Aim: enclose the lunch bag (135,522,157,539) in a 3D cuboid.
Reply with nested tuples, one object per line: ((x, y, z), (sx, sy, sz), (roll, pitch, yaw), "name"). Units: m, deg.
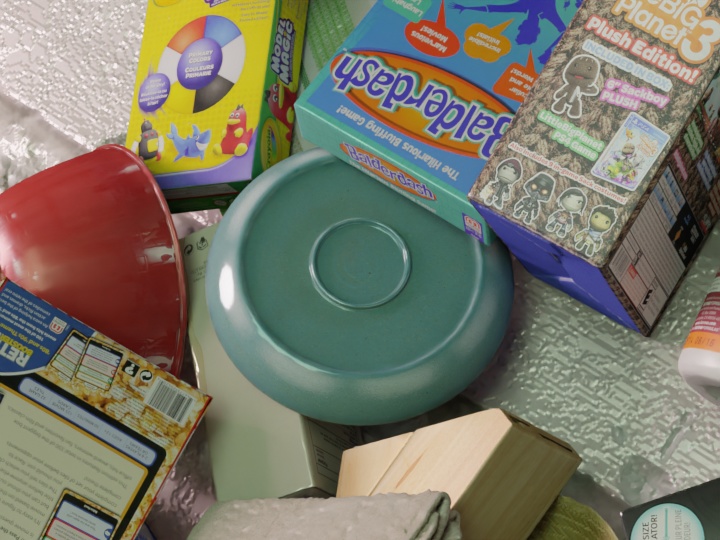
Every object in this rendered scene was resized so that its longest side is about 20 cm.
((-0.238, 0.165, 1.274), (0.199, 0.170, 0.124), (31, 90, 29), "lunch bag")

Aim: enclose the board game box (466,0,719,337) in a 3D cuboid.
((0.173, -0.084, 1.176), (0.096, 0.159, 0.201), (29, 84, 24), "board game box")

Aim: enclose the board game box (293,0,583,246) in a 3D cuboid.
((0.076, -0.134, 1.237), (0.151, 0.045, 0.201), (30, 71, 20), "board game box")

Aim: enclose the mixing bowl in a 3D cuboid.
((-0.209, 0.018, 1.295), (0.200, 0.108, 0.202), (13, 106, 55), "mixing bowl")

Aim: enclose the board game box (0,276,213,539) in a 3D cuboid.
((-0.200, 0.125, 1.153), (0.151, 0.046, 0.201), (30, 59, -3), "board game box")

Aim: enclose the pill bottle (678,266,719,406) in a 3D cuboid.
((0.274, -0.007, 1.133), (0.109, 0.110, 0.201), (21, 81, 30), "pill bottle")

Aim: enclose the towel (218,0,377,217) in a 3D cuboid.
((-0.025, -0.124, 1.332), (0.199, 0.031, 0.150), (-30, 57, 18), "towel")

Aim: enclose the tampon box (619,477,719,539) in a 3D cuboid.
((0.266, 0.183, 1.052), (0.199, 0.126, 0.151), (-22, 62, 16), "tampon box")

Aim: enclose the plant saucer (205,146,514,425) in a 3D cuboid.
((0.000, 0.000, 1.220), (0.198, 0.027, 0.202), (1, 62, -2), "plant saucer")

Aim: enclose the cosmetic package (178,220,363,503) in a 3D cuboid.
((-0.056, 0.072, 1.263), (0.073, 0.103, 0.201), (-21, 62, 18), "cosmetic package")

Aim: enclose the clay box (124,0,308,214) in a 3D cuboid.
((-0.099, -0.143, 1.338), (0.114, 0.048, 0.202), (-6, 69, 30), "clay box")

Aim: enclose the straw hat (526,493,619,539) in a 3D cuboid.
((0.111, 0.232, 1.126), (0.200, 0.085, 0.202), (-31, 46, 38), "straw hat")

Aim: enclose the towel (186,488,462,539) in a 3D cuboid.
((-0.042, 0.182, 1.088), (0.199, 0.035, 0.133), (-7, 36, 41), "towel")

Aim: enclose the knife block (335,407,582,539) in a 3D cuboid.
((0.031, 0.187, 1.128), (0.199, 0.064, 0.177), (-21, 53, 43), "knife block")
